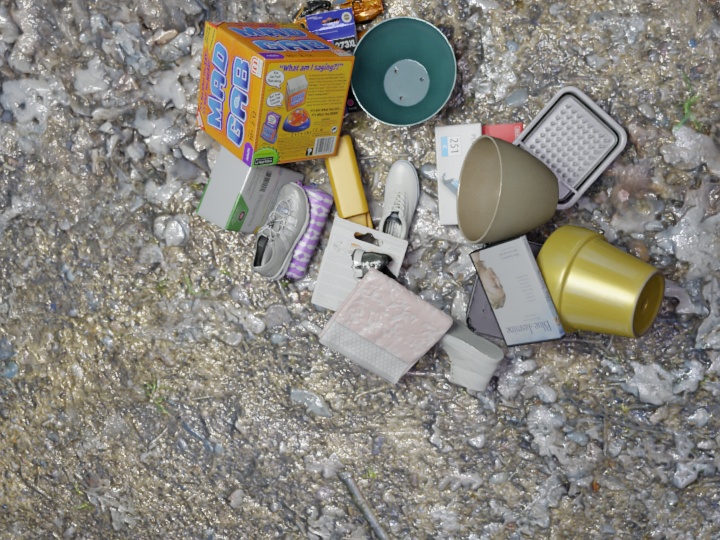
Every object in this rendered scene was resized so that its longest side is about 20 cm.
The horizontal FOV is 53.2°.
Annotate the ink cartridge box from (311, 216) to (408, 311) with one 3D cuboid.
[{"bbox_3d":[0.000,0.000,1.472,0.161,0.050,0.200,19,111,7],"label":"ink cartridge box"}]

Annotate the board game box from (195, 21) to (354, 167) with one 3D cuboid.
[{"bbox_3d":[-0.163,-0.334,1.343,0.200,0.200,0.200,40,129,36],"label":"board game box"}]

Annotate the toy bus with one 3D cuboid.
[{"bbox_3d":[-0.026,-0.168,1.462,0.065,0.078,0.201,-14,93,1],"label":"toy bus"}]

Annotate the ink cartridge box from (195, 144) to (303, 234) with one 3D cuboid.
[{"bbox_3d":[-0.215,-0.153,1.430,0.084,0.200,0.145,27,99,22],"label":"ink cartridge box"}]

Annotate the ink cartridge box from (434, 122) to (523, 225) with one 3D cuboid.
[{"bbox_3d":[0.242,-0.194,1.443,0.176,0.045,0.201,-3,95,9],"label":"ink cartridge box"}]

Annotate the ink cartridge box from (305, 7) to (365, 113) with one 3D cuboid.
[{"bbox_3d":[-0.044,-0.410,1.427,0.094,0.037,0.200,-7,120,8],"label":"ink cartridge box"}]

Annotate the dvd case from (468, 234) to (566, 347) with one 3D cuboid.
[{"bbox_3d":[0.287,0.043,1.331,0.018,0.143,0.200,-24,92,-35],"label":"dvd case"}]

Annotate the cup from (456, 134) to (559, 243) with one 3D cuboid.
[{"bbox_3d":[0.282,-0.144,1.340,0.143,0.200,0.201,4,96,-14],"label":"cup"}]

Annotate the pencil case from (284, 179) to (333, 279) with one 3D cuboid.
[{"bbox_3d":[-0.124,-0.083,1.485,0.085,0.084,0.200,17,98,-24],"label":"pencil case"}]

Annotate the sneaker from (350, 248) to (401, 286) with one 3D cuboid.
[{"bbox_3d":[0.039,0.053,1.419,0.090,0.066,0.201,-2,107,20],"label":"sneaker"}]

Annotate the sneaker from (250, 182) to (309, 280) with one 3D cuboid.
[{"bbox_3d":[-0.160,-0.077,1.415,0.075,0.082,0.201,18,95,29],"label":"sneaker"}]

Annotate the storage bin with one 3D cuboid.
[{"bbox_3d":[0.294,0.033,1.432,0.135,0.094,0.201,14,98,7],"label":"storage bin"}]

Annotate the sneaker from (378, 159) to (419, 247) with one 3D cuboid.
[{"bbox_3d":[0.079,-0.125,1.459,0.073,0.071,0.201,6,96,8],"label":"sneaker"}]

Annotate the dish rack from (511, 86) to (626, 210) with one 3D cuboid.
[{"bbox_3d":[0.398,-0.239,1.410,0.172,0.044,0.200,41,100,-2],"label":"dish rack"}]

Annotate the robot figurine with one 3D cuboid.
[{"bbox_3d":[-0.047,-0.483,1.449,0.199,0.058,0.145,-10,96,8],"label":"robot figurine"}]

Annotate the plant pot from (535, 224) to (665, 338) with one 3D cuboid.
[{"bbox_3d":[0.440,0.035,1.323,0.189,0.201,0.201,22,100,40],"label":"plant pot"}]

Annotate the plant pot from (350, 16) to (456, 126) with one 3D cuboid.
[{"bbox_3d":[0.087,-0.375,1.401,0.199,0.135,0.201,1,95,7],"label":"plant pot"}]

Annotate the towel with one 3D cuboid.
[{"bbox_3d":[0.047,0.114,1.400,0.200,0.032,0.191,32,111,-18],"label":"towel"}]

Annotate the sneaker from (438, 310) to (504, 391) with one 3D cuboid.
[{"bbox_3d":[0.187,0.166,1.469,0.200,0.074,0.116,35,129,27],"label":"sneaker"}]
